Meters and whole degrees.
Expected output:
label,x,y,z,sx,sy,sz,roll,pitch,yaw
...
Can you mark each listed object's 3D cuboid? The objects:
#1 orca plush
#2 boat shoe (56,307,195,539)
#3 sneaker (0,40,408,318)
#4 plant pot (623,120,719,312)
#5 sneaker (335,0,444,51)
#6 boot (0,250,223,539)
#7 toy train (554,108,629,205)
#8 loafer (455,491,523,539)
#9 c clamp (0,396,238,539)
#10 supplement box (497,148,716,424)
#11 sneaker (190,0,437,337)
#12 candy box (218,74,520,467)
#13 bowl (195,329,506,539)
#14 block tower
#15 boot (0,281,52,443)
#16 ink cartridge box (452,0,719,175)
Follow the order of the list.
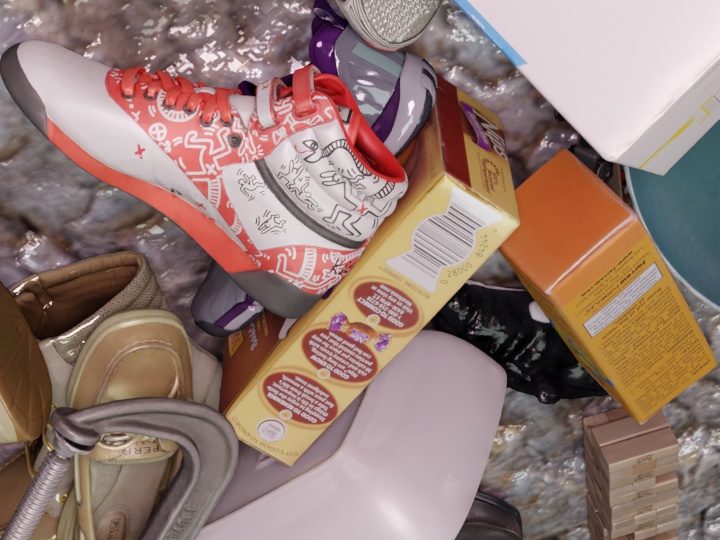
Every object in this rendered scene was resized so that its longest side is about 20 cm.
label,x,y,z,sx,sy,sz,roll,pitch,yaw
orca plush,0.112,0.046,1.026,0.105,0.071,0.200,-37,134,15
boat shoe,-0.128,0.112,0.908,0.073,0.063,0.201,-1,126,-28
sneaker,-0.071,-0.075,0.809,0.201,0.067,0.108,39,113,-11
plant pot,0.262,-0.076,0.907,0.200,0.200,0.135,-53,165,28
sneaker,0.031,-0.186,0.764,0.077,0.082,0.201,-2,133,-20
boot,-0.180,0.081,0.948,0.199,0.072,0.155,-30,136,1
toy train,0.143,-0.057,0.964,0.046,0.034,0.200,-45,142,-27
loafer,0.028,0.197,1.138,0.199,0.072,0.073,1,131,-23
c clamp,-0.159,0.142,0.862,0.171,0.027,0.200,25,106,-39
supplement box,0.140,0.015,0.930,0.069,0.067,0.200,-43,144,2
sneaker,-0.049,-0.056,0.885,0.087,0.075,0.200,34,112,-17
candy box,0.000,0.000,0.900,0.056,0.117,0.200,31,117,-19
bowl,-0.018,0.119,0.964,0.200,0.200,0.075,-30,109,30
block tower,0.200,0.176,1.198,0.058,0.054,0.201,-15,136,-6
boot,-0.265,0.014,0.845,0.155,0.073,0.201,-13,117,17
ink cartridge box,0.133,-0.134,0.771,0.125,0.129,0.200,-45,170,13
